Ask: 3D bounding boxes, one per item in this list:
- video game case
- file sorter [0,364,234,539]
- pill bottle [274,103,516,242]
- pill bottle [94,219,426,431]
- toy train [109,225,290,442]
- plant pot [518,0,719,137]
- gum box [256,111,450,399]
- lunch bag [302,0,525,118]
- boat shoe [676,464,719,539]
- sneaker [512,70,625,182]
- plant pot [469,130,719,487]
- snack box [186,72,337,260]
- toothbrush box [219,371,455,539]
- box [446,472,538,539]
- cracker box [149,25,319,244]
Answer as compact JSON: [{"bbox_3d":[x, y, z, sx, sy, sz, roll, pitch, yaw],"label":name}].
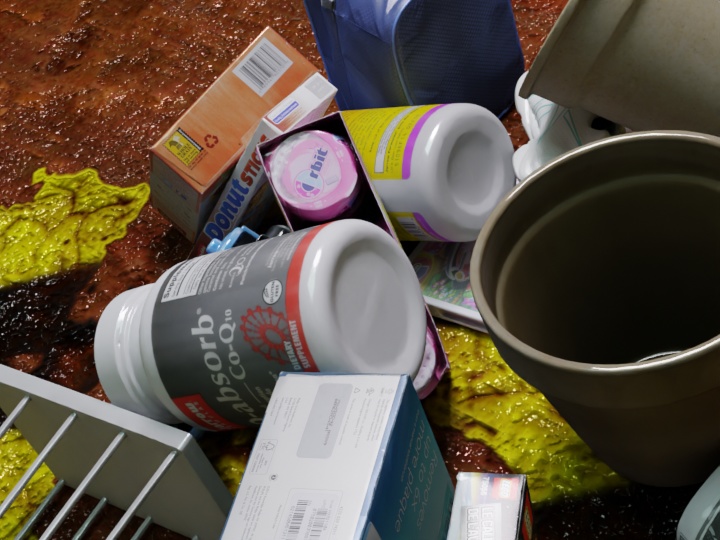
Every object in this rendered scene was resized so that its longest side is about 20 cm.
[{"bbox_3d":[0.136,-0.006,1.137,0.200,0.018,0.143,18,55,36],"label":"video game case"},{"bbox_3d":[-0.193,0.171,1.014,0.200,0.139,0.125,14,56,34],"label":"file sorter"},{"bbox_3d":[0.018,-0.076,1.181,0.200,0.104,0.104,3,47,47],"label":"pill bottle"},{"bbox_3d":[-0.067,0.041,0.958,0.200,0.116,0.116,-13,40,37],"label":"pill bottle"},{"bbox_3d":[-0.110,0.054,1.117,0.087,0.114,0.200,35,72,-2],"label":"toy train"},{"bbox_3d":[0.240,-0.160,1.041,0.183,0.201,0.201,32,59,5],"label":"plant pot"},{"bbox_3d":[0.000,0.000,1.054,0.066,0.114,0.200,-24,84,1],"label":"gum box"},{"bbox_3d":[0.036,-0.203,1.245,0.136,0.200,0.132,-41,48,-23],"label":"lunch bag"},{"bbox_3d":[0.275,0.109,0.915,0.200,0.069,0.057,-49,44,-8],"label":"boat shoe"},{"bbox_3d":[0.167,-0.110,1.166,0.080,0.070,0.200,-29,26,21],"label":"sneaker"},{"bbox_3d":[0.185,0.042,0.950,0.200,0.174,0.200,-12,42,11],"label":"plant pot"},{"bbox_3d":[-0.079,-0.069,1.161,0.024,0.200,0.072,40,51,4],"label":"snack box"},{"bbox_3d":[-0.001,0.177,0.875,0.085,0.200,0.147,0,46,21],"label":"toothbrush box"},{"bbox_3d":[0.074,0.221,0.796,0.040,0.200,0.137,0,47,15],"label":"box"},{"bbox_3d":[-0.106,-0.104,1.209,0.058,0.200,0.134,41,77,1],"label":"cracker box"}]
